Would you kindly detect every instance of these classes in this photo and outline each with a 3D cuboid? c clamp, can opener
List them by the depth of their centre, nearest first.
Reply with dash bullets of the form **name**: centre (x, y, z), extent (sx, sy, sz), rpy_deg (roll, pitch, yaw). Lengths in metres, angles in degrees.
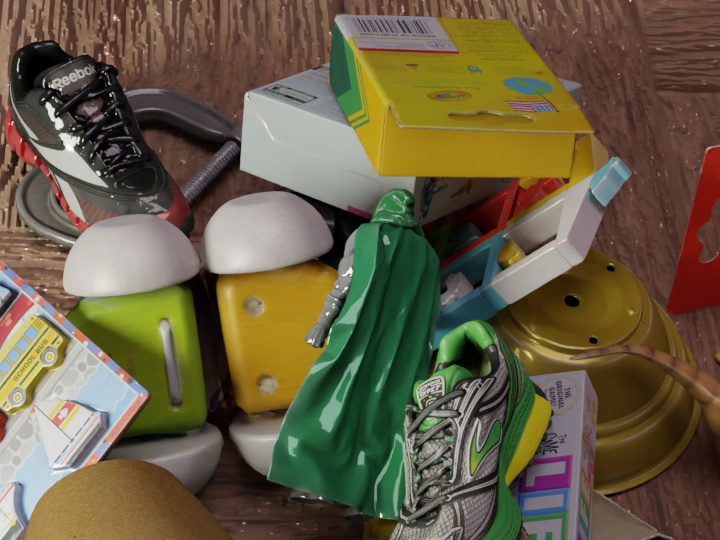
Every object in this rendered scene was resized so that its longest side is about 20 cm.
- **can opener**: centre (0.000, 0.000, 1.384), extent (0.078, 0.064, 0.200), rpy_deg (0, 21, -29)
- **c clamp**: centre (-0.136, -0.069, 1.494), extent (0.170, 0.027, 0.200), rpy_deg (31, 52, 21)

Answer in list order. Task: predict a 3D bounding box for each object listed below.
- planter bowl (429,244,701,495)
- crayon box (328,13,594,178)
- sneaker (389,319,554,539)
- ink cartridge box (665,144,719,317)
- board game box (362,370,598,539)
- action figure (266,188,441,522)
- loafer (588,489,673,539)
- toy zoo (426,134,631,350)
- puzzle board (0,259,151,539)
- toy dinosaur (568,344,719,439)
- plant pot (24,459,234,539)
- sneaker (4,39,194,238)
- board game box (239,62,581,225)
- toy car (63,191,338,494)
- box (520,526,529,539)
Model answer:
- **planter bowl**: centre (0.132, 0.043, 1.387), extent (0.199, 0.084, 0.201), rpy_deg (3, 46, -4)
- **crayon box**: centre (0.059, -0.106, 1.347), extent (0.126, 0.051, 0.200), rpy_deg (1, 25, -12)
- **sneaker**: centre (0.046, 0.108, 1.202), extent (0.078, 0.085, 0.200), rpy_deg (-19, 30, 28)
- **ink cartridge box**: centre (0.315, -0.024, 1.419), extent (0.199, 0.163, 0.050), rpy_deg (-10, 47, -16)
- **board game box**: centre (0.069, 0.155, 1.263), extent (0.134, 0.034, 0.201), rpy_deg (-8, 48, 19)
- **action figure**: centre (0.007, 0.045, 1.259), extent (0.118, 0.055, 0.201), rpy_deg (25, 68, -35)
- **loafer**: centre (0.155, 0.177, 1.275), extent (0.076, 0.068, 0.200), rpy_deg (-31, 58, -30)
- **toy zoo**: centre (0.093, -0.017, 1.367), extent (0.020, 0.200, 0.131), rpy_deg (47, 31, -18)
- **puzzle board**: centre (-0.234, 0.106, 1.248), extent (0.151, 0.017, 0.200), rpy_deg (38, 91, 26)
- **toy dinosaur**: centre (0.230, 0.082, 1.339), extent (0.200, 0.060, 0.106), rpy_deg (40, 22, -3)
- **plant pot**: centre (-0.119, 0.205, 1.148), extent (0.185, 0.187, 0.200), rpy_deg (-9, 43, -15)
- **sneaker**: centre (-0.180, -0.087, 1.429), extent (0.071, 0.098, 0.200), rpy_deg (-25, 49, -26)
- **board game box**: centre (0.037, -0.100, 1.463), extent (0.147, 0.065, 0.200), rpy_deg (23, 30, 32)
- **toy car**: centre (-0.098, 0.041, 1.326), extent (0.199, 0.176, 0.150), rpy_deg (-10, 13, -11)
- **box**: centre (0.039, 0.252, 1.162), extent (0.199, 0.021, 0.164), rpy_deg (-32, 53, 2)
